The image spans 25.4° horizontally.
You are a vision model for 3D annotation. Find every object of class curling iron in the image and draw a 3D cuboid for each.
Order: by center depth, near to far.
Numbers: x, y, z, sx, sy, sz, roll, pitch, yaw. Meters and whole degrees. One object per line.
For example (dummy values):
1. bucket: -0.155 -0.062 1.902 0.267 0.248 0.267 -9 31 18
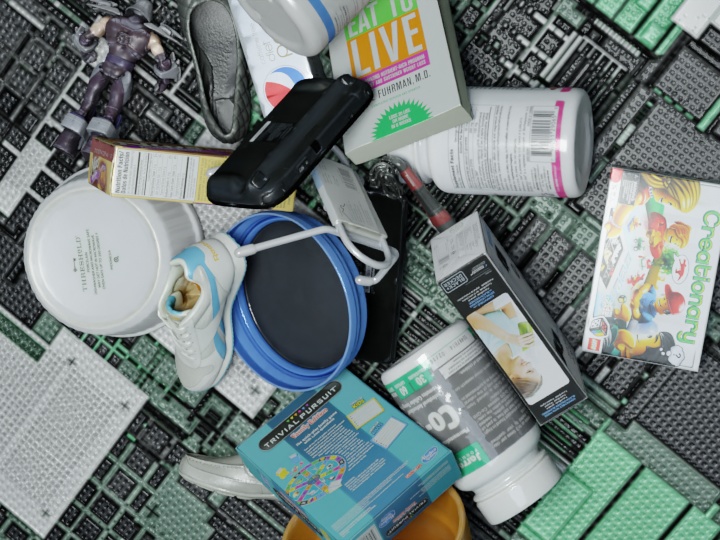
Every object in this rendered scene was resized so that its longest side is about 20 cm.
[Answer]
1. curling iron: 0.078 -0.055 1.689 0.049 0.026 0.200 -7 139 47

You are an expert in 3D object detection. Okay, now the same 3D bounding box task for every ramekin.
1. ramekin: -0.281 -0.019 1.780 0.202 0.094 0.203 1 97 11

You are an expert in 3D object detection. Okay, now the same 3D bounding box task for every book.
1. book: 0.035 -0.219 1.664 0.133 0.048 0.201 -21 58 18

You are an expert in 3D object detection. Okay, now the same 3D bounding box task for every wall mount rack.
1. wall mount rack: -0.054 -0.060 1.609 0.075 0.173 0.200 -50 43 27

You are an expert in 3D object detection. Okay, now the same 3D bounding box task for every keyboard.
1. keyboard: 0.000 0.000 1.753 0.104 0.040 0.201 10 109 13

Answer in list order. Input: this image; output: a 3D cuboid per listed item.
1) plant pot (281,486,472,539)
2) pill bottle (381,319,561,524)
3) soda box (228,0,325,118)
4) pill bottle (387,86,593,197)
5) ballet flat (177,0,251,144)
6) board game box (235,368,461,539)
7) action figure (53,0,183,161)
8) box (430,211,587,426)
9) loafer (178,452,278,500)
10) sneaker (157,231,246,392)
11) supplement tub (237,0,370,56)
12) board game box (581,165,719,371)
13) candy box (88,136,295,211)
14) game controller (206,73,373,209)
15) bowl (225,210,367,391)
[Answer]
1. plant pot: 0.034 0.343 1.708 0.199 0.200 0.184 -9 124 13
2. pill bottle: 0.121 0.163 1.709 0.113 0.113 0.200 -36 89 14
3. soda box: -0.084 -0.228 1.729 0.068 0.064 0.201 -16 93 13
4. pill bottle: 0.135 -0.135 1.664 0.199 0.113 0.114 4 98 19
5. ballet flat: -0.155 -0.238 1.741 0.066 0.057 0.201 -14 96 -4
6. board game box: -0.014 0.203 1.688 0.151 0.047 0.200 -39 44 -16
7. action figure: -0.273 -0.216 1.766 0.130 0.069 0.201 22 84 19
8. box: 0.154 0.049 1.658 0.060 0.117 0.200 -32 109 12
9. loafer: -0.103 0.222 1.790 0.199 0.070 0.070 8 94 3
10. sneaker: -0.184 0.052 1.749 0.076 0.081 0.201 35 130 32
11. supplement tub: -0.028 -0.330 1.636 0.132 0.132 0.200 41 78 4
12. board game box: 0.312 -0.002 1.689 0.126 0.035 0.201 9 99 10
13. candy box: -0.179 -0.103 1.693 0.199 0.117 0.057 5 98 -21
14. game controller: -0.071 -0.130 1.594 0.104 0.200 0.042 -2 129 44
15. bowl: -0.076 0.031 1.729 0.200 0.039 0.201 15 113 37
